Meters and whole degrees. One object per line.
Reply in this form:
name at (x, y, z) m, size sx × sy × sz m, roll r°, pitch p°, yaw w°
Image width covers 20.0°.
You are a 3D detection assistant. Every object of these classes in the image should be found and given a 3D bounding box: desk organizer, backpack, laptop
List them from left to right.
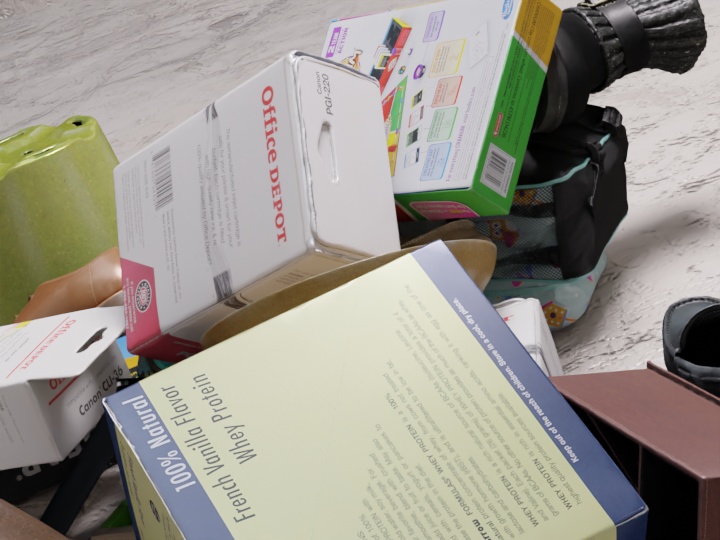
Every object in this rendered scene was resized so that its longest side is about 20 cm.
laptop at (-0.129, 0.142, 1.335) m, size 0.198 × 0.117 × 0.187 m, roll -4°, pitch 9°, yaw -6°
backpack at (0.089, -0.041, 1.506) m, size 0.198 × 0.155 × 0.176 m, roll 4°, pitch 26°, yaw 17°
desk organizer at (0.169, 0.111, 1.107) m, size 0.076 × 0.072 × 0.200 m, roll -4°, pitch 13°, yaw -20°

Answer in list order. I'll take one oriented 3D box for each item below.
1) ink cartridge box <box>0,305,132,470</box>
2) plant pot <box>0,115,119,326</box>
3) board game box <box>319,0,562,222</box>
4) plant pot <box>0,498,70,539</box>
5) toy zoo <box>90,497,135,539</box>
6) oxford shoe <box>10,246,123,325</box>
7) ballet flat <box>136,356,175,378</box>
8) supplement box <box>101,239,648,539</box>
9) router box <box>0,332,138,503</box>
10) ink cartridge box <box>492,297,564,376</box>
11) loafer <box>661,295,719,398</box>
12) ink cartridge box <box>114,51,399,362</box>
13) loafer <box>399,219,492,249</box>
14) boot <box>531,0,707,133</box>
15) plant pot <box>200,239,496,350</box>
ink cartridge box at (-0.245, 0.088, 1.458) m, size 0.199 × 0.068 × 0.117 m, roll -11°, pitch 21°, yaw 28°
plant pot at (-0.258, -0.026, 1.772) m, size 0.199 × 0.185 × 0.201 m, roll -17°, pitch 19°, yaw 6°
board game box at (0.037, -0.110, 1.410) m, size 0.199 × 0.040 × 0.154 m, roll -2°, pitch 65°, yaw 48°
plant pot at (-0.220, 0.206, 1.149) m, size 0.199 × 0.188 × 0.187 m, roll 8°, pitch 30°, yaw 26°
toy zoo at (-0.084, 0.133, 1.412) m, size 0.130 × 0.021 × 0.200 m, roll -10°, pitch 21°, yaw 28°
oxford shoe at (-0.261, 0.053, 1.678) m, size 0.199 × 0.072 × 0.071 m, roll -33°, pitch -21°, yaw 4°
ballet flat at (-0.076, 0.063, 1.514) m, size 0.198 × 0.075 × 0.074 m, roll -6°, pitch 12°, yaw -26°
supplement box at (0.006, 0.129, 1.031) m, size 0.199 × 0.135 × 0.200 m, roll -25°, pitch 53°, yaw -16°
router box at (-0.224, 0.107, 1.571) m, size 0.199 × 0.051 × 0.149 m, roll -24°, pitch 20°, yaw -15°
ink cartridge box at (0.054, 0.105, 1.252) m, size 0.145 × 0.085 × 0.200 m, roll -18°, pitch 20°, yaw 11°
loafer at (0.225, 0.050, 1.255) m, size 0.068 × 0.071 × 0.201 m, roll -19°, pitch 19°, yaw 1°
ink cartridge box at (-0.073, -0.037, 1.383) m, size 0.084 × 0.147 × 0.199 m, roll 13°, pitch -29°, yaw -40°
loafer at (0.000, 0.000, 1.420) m, size 0.199 × 0.068 × 0.076 m, roll -21°, pitch -12°, yaw 29°
boot at (0.179, -0.159, 1.475) m, size 0.156 × 0.080 × 0.211 m, roll -6°, pitch 18°, yaw -4°
plant pot at (-0.004, 0.029, 1.301) m, size 0.198 × 0.028 × 0.200 m, roll -18°, pitch -11°, yaw -3°
